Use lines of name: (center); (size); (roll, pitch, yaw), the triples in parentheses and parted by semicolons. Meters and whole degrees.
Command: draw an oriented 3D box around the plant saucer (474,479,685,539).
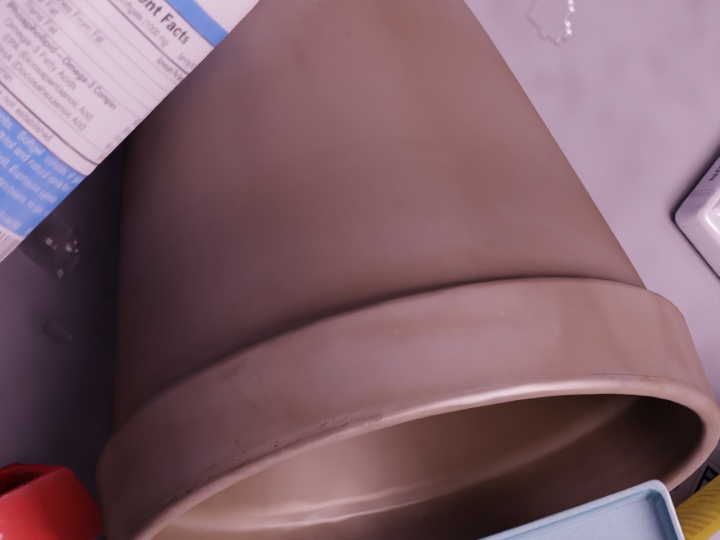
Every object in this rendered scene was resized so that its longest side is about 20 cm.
plant saucer: (0.019, 0.131, 0.993); (0.200, 0.019, 0.070); (-20, 94, 12)

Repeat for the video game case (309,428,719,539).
video game case: (0.066, 0.122, 1.098); (0.200, 0.022, 0.183); (37, 70, -26)

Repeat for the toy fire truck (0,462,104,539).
toy fire truck: (-0.143, 0.170, 0.953); (0.200, 0.049, 0.141); (-39, 107, -26)

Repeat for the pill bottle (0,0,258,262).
pill bottle: (-0.099, -0.093, 0.913); (0.200, 0.112, 0.112); (-45, 112, 2)

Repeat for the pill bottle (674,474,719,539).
pill bottle: (0.131, 0.141, 1.059); (0.200, 0.112, 0.112); (-33, 105, -27)

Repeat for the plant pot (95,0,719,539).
plant pot: (0.000, 0.000, 0.972); (0.200, 0.200, 0.174); (-1, 66, -31)

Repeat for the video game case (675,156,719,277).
video game case: (0.238, -0.014, 1.207); (0.200, 0.023, 0.182); (49, 65, -20)
